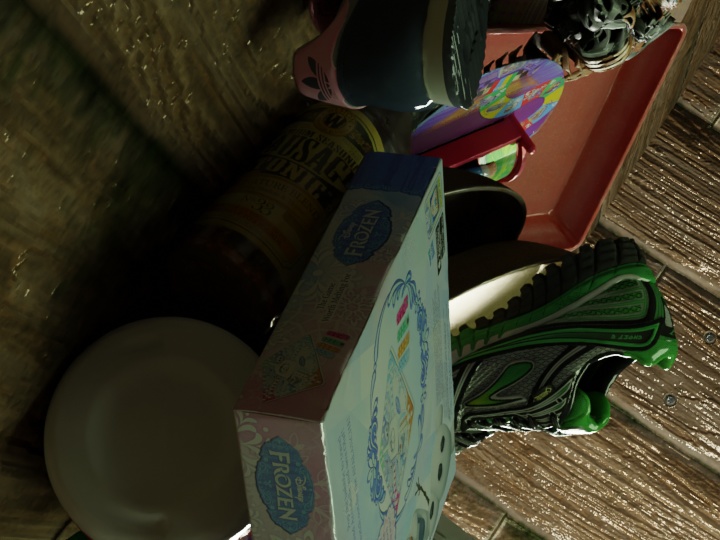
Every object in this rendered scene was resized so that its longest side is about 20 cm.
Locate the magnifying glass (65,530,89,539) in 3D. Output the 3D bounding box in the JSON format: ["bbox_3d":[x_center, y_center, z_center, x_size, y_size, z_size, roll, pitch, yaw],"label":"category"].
[{"bbox_3d":[-0.098,0.159,1.010,0.199,0.022,0.080,-22,128,-31],"label":"magnifying glass"}]

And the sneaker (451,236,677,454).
[{"bbox_3d":[0.089,0.067,1.005,0.200,0.086,0.078,-36,158,21],"label":"sneaker"}]

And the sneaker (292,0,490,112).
[{"bbox_3d":[0.019,-0.140,0.815,0.200,0.081,0.071,-74,157,-55],"label":"sneaker"}]

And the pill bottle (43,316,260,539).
[{"bbox_3d":[-0.086,0.102,0.875,0.112,0.111,0.200,-54,169,-14],"label":"pill bottle"}]

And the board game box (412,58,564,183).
[{"bbox_3d":[0.053,-0.048,1.076,0.200,0.039,0.158,-38,164,12],"label":"board game box"}]

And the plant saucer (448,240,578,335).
[{"bbox_3d":[0.050,0.037,1.058,0.199,0.036,0.200,-25,159,-10],"label":"plant saucer"}]

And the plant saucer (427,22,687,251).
[{"bbox_3d":[0.108,-0.092,1.214,0.199,0.037,0.200,-8,134,-38],"label":"plant saucer"}]

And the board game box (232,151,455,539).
[{"bbox_3d":[0.000,0.082,0.825,0.199,0.043,0.201,-66,157,-52],"label":"board game box"}]

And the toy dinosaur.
[{"bbox_3d":[0.147,-0.165,1.088,0.200,0.102,0.136,-53,146,-18],"label":"toy dinosaur"}]

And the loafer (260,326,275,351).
[{"bbox_3d":[-0.024,0.096,0.966,0.073,0.070,0.201,-76,155,-49],"label":"loafer"}]

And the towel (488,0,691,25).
[{"bbox_3d":[0.143,-0.143,1.240,0.199,0.023,0.144,-7,134,-38],"label":"towel"}]

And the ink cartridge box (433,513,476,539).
[{"bbox_3d":[-0.015,0.233,1.126,0.201,0.145,0.083,-55,172,8],"label":"ink cartridge box"}]

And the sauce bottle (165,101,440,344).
[{"bbox_3d":[-0.019,-0.048,0.887,0.200,0.066,0.066,-53,170,-38],"label":"sauce bottle"}]

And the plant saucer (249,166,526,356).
[{"bbox_3d":[0.000,0.000,1.003,0.199,0.035,0.201,-25,159,-10],"label":"plant saucer"}]
